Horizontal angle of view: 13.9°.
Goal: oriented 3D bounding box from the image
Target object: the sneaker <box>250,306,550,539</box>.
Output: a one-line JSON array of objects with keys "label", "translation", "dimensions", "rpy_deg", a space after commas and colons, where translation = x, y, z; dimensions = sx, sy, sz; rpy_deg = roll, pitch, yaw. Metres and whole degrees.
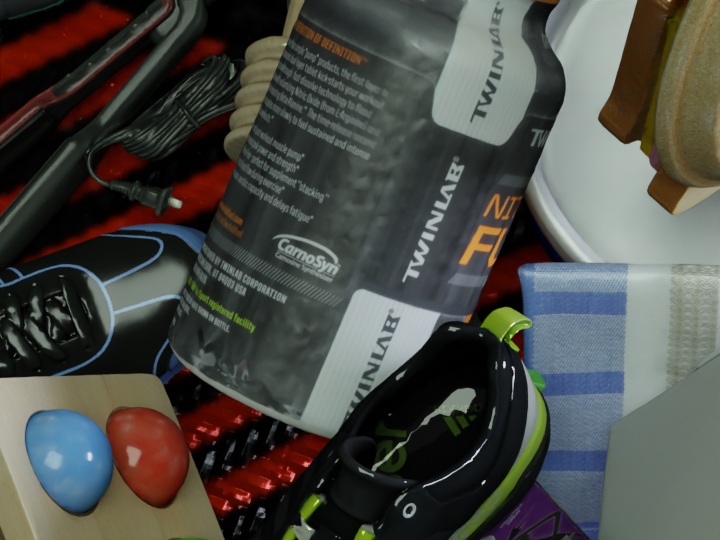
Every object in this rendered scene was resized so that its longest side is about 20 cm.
[{"label": "sneaker", "translation": [-0.009, 0.090, 1.038], "dimensions": [0.072, 0.083, 0.200], "rpy_deg": [30, 69, 25]}]

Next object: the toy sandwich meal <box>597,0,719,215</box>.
[{"label": "toy sandwich meal", "translation": [0.152, -0.114, 1.051], "dimensions": [0.070, 0.205, 0.205], "rpy_deg": [37, 84, 24]}]

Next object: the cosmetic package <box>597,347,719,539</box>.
[{"label": "cosmetic package", "translation": [0.144, 0.111, 1.035], "dimensions": [0.081, 0.200, 0.113], "rpy_deg": [42, 124, -19]}]

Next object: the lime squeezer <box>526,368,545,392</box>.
[{"label": "lime squeezer", "translation": [0.021, 0.109, 1.162], "dimensions": [0.200, 0.071, 0.038], "rpy_deg": [-43, 72, 26]}]

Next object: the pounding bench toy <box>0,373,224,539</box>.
[{"label": "pounding bench toy", "translation": [-0.118, 0.155, 1.105], "dimensions": [0.156, 0.124, 0.200], "rpy_deg": [-28, 77, 25]}]

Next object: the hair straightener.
[{"label": "hair straightener", "translation": [-0.095, -0.055, 1.221], "dimensions": [0.200, 0.041, 0.077], "rpy_deg": [-41, 79, -8]}]

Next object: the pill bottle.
[{"label": "pill bottle", "translation": [0.011, -0.042, 1.110], "dimensions": [0.106, 0.106, 0.200], "rpy_deg": [24, 100, 9]}]

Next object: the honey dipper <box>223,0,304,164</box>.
[{"label": "honey dipper", "translation": [-0.019, -0.133, 1.208], "dimensions": [0.038, 0.038, 0.200], "rpy_deg": [8, 64, 6]}]

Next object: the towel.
[{"label": "towel", "translation": [0.160, 0.060, 1.133], "dimensions": [0.200, 0.147, 0.024], "rpy_deg": [3, 38, 7]}]

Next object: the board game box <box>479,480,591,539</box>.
[{"label": "board game box", "translation": [0.008, 0.162, 1.057], "dimensions": [0.200, 0.120, 0.032], "rpy_deg": [-45, 103, 0]}]

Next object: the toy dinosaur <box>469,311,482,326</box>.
[{"label": "toy dinosaur", "translation": [0.000, 0.000, 1.196], "dimensions": [0.088, 0.047, 0.200], "rpy_deg": [-30, 81, -8]}]

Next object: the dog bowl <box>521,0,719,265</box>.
[{"label": "dog bowl", "translation": [0.157, -0.064, 1.178], "dimensions": [0.200, 0.079, 0.200], "rpy_deg": [-1, 79, 4]}]

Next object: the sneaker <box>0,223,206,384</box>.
[{"label": "sneaker", "translation": [-0.147, 0.038, 1.172], "dimensions": [0.200, 0.078, 0.070], "rpy_deg": [-28, 79, 7]}]

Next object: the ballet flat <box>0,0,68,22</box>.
[{"label": "ballet flat", "translation": [-0.191, -0.183, 1.235], "dimensions": [0.073, 0.073, 0.200], "rpy_deg": [-38, 81, -3]}]
